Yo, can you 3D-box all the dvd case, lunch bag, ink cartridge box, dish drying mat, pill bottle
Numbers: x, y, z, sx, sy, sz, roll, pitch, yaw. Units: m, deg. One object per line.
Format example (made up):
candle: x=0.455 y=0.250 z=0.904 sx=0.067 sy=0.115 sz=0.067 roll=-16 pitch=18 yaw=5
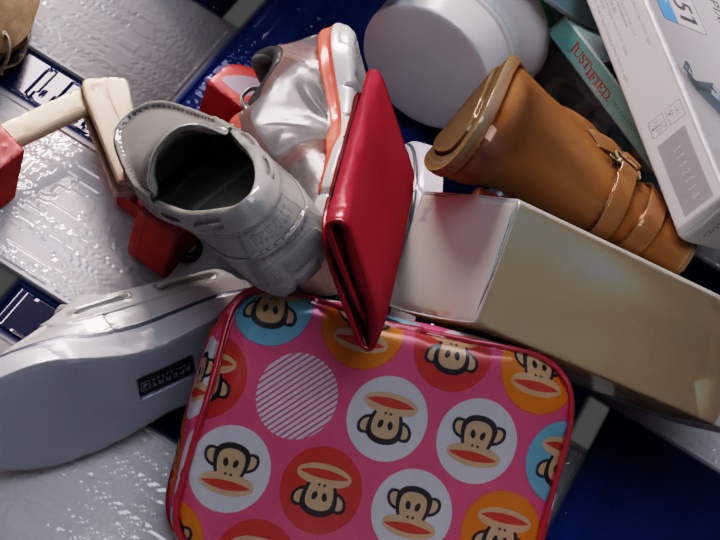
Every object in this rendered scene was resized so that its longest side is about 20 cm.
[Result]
dvd case: x=0.225 y=-0.104 z=1.108 sx=0.200 sy=0.022 sz=0.146 roll=0 pitch=50 yaw=-48
lunch bag: x=0.002 y=0.110 z=0.882 sx=0.200 sy=0.082 sz=0.176 roll=16 pitch=82 yaw=-7
ink cartridge box: x=0.234 y=-0.093 z=1.036 sx=0.176 sy=0.045 sz=0.200 roll=14 pitch=49 yaw=-38
dish drying mat: x=0.005 y=-0.038 z=0.890 sx=0.018 sy=0.077 sz=0.200 roll=-14 pitch=25 yaw=13
pill bottle: x=0.093 y=-0.187 z=1.125 sx=0.113 sy=0.113 sz=0.200 roll=35 pitch=53 yaw=7

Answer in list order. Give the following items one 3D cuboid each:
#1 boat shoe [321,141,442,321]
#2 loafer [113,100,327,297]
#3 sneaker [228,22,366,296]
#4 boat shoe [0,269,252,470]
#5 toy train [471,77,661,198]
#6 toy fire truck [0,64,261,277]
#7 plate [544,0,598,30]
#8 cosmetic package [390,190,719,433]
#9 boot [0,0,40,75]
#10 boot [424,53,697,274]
boat shoe: x=0.000 y=0.000 z=0.993 sx=0.068 sy=0.072 sz=0.200 roll=19 pitch=59 yaw=-8
loafer: x=-0.082 y=-0.053 z=0.886 sx=0.070 sy=0.070 sz=0.200 roll=-46 pitch=38 yaw=-9
sneaker: x=-0.039 y=-0.060 z=0.962 sx=0.082 sy=0.077 sz=0.200 roll=-6 pitch=43 yaw=9
boat shoe: x=-0.141 y=0.046 z=0.919 sx=0.200 sy=0.071 sz=0.070 roll=-22 pitch=38 yaw=-26
toy train: x=0.144 y=-0.057 z=1.087 sx=0.150 sy=0.056 sz=0.200 roll=31 pitch=52 yaw=4
toy fire truck: x=-0.137 y=-0.071 z=1.004 sx=0.141 sy=0.049 sz=0.200 roll=36 pitch=53 yaw=7
plate: x=0.149 y=-0.248 z=1.099 sx=0.200 sy=0.026 sz=0.200 roll=17 pitch=59 yaw=-30
cosmetic package: x=0.126 y=0.025 z=0.946 sx=0.200 sy=0.105 sz=0.071 roll=23 pitch=84 yaw=-27
boot: x=-0.237 y=-0.135 z=1.007 sx=0.075 sy=0.074 sz=0.200 roll=21 pitch=49 yaw=-17
boot: x=0.123 y=-0.048 z=0.954 sx=0.155 sy=0.074 sz=0.200 roll=42 pitch=20 yaw=2
